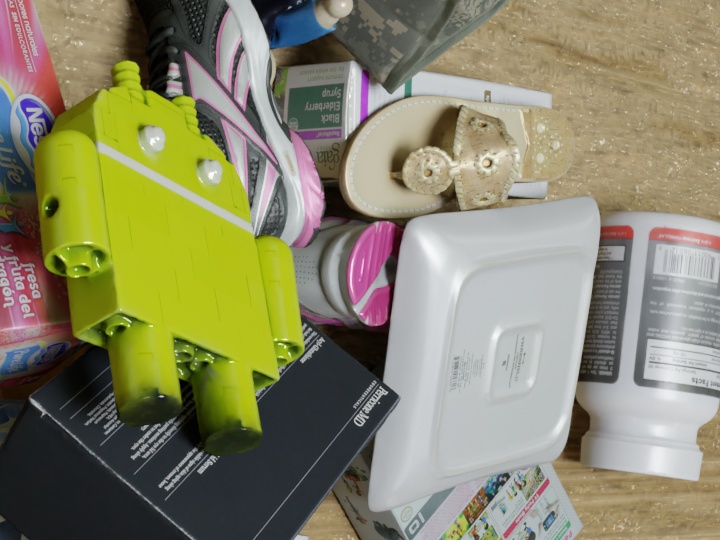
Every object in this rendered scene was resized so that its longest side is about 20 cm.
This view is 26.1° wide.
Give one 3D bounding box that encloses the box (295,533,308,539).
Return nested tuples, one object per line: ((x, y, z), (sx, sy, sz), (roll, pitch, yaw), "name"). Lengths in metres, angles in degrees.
((-0.133, 0.207, 0.941), (0.199, 0.041, 0.157), (29, 71, -41), "box")

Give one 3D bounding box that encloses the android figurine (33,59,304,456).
((-0.094, -0.012, 0.771), (0.182, 0.041, 0.201), (31, 42, -49), "android figurine")

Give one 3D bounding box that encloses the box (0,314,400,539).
((-0.083, 0.090, 0.817), (0.141, 0.079, 0.200), (38, 32, 4), "box")

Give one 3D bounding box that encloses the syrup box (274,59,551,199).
((0.038, -0.094, 1.070), (0.199, 0.078, 0.082), (4, 89, -43), "syrup box")

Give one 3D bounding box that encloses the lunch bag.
((0.036, -0.235, 1.009), (0.164, 0.118, 0.200), (44, 44, 4), "lunch bag")

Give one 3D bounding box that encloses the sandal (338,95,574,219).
((0.085, -0.079, 1.012), (0.211, 0.069, 0.078), (-11, 99, -43), "sandal")

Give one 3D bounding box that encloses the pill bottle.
((0.231, 0.060, 1.231), (0.115, 0.115, 0.202), (12, 83, -43), "pill bottle")

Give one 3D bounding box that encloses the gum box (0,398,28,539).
((-0.169, 0.173, 0.850), (0.169, 0.044, 0.202), (9, 83, -42), "gum box")

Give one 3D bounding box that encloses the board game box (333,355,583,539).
((0.065, 0.156, 1.112), (0.148, 0.064, 0.201), (-44, 118, -33), "board game box")

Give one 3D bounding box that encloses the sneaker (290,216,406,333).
((0.000, 0.000, 1.035), (0.200, 0.088, 0.082), (21, 77, -67), "sneaker")

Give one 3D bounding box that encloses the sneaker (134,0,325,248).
((-0.096, -0.098, 0.914), (0.086, 0.080, 0.201), (-20, 78, -34), "sneaker")

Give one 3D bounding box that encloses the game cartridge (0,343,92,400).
((-0.140, 0.002, 0.936), (0.199, 0.032, 0.178), (-8, 96, -45), "game cartridge")

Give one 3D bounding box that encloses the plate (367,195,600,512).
((0.093, 0.056, 1.039), (0.199, 0.032, 0.201), (-8, 112, -44), "plate")

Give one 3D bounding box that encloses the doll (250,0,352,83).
((-0.060, -0.188, 0.936), (0.048, 0.136, 0.201), (-45, 155, -46), "doll")

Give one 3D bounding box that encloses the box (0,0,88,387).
((-0.206, -0.046, 0.781), (0.094, 0.102, 0.201), (-6, 70, -43), "box")
